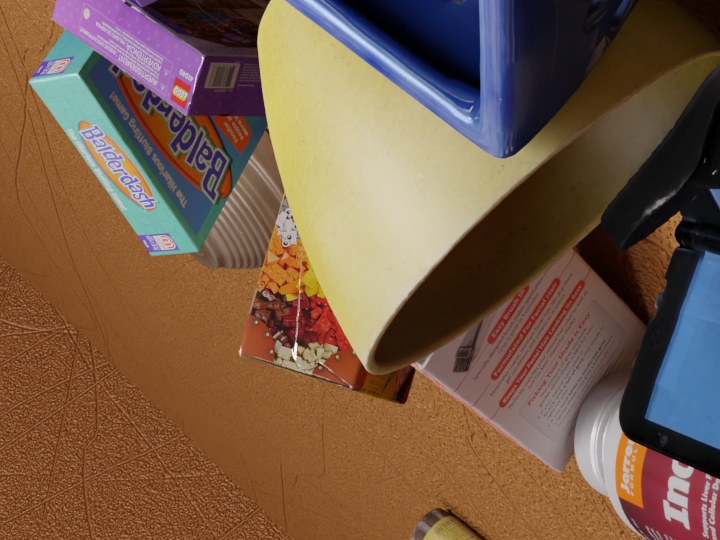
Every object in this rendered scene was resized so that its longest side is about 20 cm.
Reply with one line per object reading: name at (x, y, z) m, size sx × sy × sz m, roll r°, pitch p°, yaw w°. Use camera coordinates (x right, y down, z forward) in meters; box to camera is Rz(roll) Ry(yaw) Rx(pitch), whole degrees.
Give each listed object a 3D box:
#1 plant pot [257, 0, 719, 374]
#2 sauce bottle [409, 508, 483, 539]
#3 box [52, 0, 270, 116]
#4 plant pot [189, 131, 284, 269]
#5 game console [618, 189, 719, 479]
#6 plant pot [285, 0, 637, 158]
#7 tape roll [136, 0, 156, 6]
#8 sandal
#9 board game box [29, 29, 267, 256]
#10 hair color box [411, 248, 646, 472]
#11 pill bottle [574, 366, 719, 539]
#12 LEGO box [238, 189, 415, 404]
plant pot at (0.037, -0.075, 0.720) m, size 0.142 × 0.199 × 0.200 m, roll 50°, pitch 166°, yaw 13°
sauce bottle at (0.137, 0.334, 1.814) m, size 0.199 × 0.065 × 0.065 m, roll 36°, pitch 161°, yaw 38°
box at (-0.064, -0.136, 1.013) m, size 0.137 × 0.199 × 0.039 m, roll 37°, pitch 117°, yaw 36°
plant pot at (-0.129, -0.069, 1.490) m, size 0.201 × 0.093 × 0.201 m, roll 44°, pitch 164°, yaw 15°
game console at (0.180, 0.004, 0.793) m, size 0.173 × 0.119 × 0.199 m, roll 55°, pitch 162°, yaw -27°
plant pot at (0.036, -0.195, 0.575) m, size 0.200 × 0.180 × 0.201 m, roll 40°, pitch 164°, yaw 24°
tape roll at (-0.122, -0.250, 0.902) m, size 0.200 × 0.084 × 0.202 m, roll -25°, pitch -90°, yaw -89°
sandal at (0.167, -0.059, 0.710) m, size 0.048 × 0.075 × 0.201 m, roll 51°, pitch 153°, yaw 12°
board game box at (-0.117, -0.135, 1.107) m, size 0.045 × 0.201 × 0.153 m, roll -3°, pitch 135°, yaw 33°
hair color box at (0.091, 0.034, 1.019) m, size 0.064 × 0.111 × 0.200 m, roll 32°, pitch 176°, yaw 36°
pill bottle at (0.215, 0.118, 0.986) m, size 0.113 × 0.113 × 0.199 m, roll 54°, pitch 163°, yaw -24°
LEGO box at (0.000, 0.000, 1.081) m, size 0.076 × 0.151 × 0.200 m, roll 16°, pitch 177°, yaw 12°
